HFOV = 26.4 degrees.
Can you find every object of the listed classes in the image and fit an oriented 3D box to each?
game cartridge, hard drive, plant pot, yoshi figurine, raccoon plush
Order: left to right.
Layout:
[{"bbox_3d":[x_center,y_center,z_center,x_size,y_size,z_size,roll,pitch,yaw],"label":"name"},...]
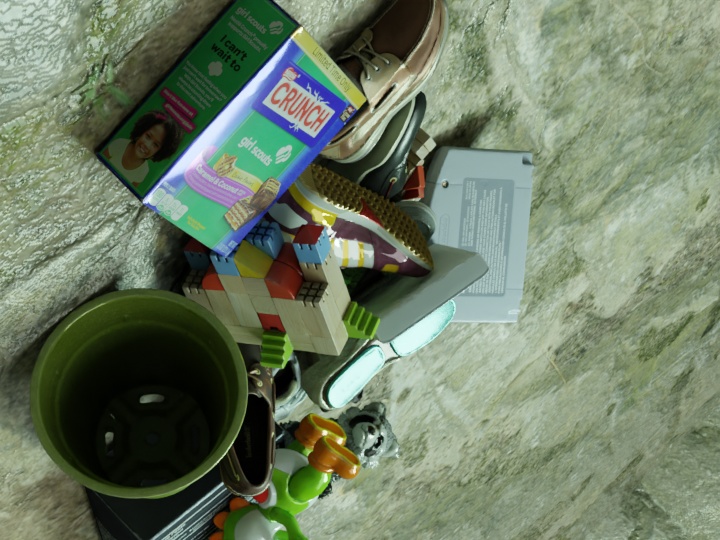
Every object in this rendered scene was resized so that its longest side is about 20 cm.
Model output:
[{"bbox_3d":[-0.208,0.142,1.495,0.200,0.200,0.190,-39,167,-15],"label":"plant pot"},{"bbox_3d":[-0.074,0.263,1.664,0.200,0.112,0.112,-51,161,11],"label":"yoshi figurine"},{"bbox_3d":[-0.046,0.209,1.874,0.134,0.200,0.097,-19,101,-31],"label":"raccoon plush"},{"bbox_3d":[0.055,0.021,1.611,0.132,0.027,0.200,-35,-172,-5],"label":"hard drive"},{"bbox_3d":[0.127,-0.040,1.750,0.133,0.040,0.201,1,98,-26],"label":"game cartridge"}]

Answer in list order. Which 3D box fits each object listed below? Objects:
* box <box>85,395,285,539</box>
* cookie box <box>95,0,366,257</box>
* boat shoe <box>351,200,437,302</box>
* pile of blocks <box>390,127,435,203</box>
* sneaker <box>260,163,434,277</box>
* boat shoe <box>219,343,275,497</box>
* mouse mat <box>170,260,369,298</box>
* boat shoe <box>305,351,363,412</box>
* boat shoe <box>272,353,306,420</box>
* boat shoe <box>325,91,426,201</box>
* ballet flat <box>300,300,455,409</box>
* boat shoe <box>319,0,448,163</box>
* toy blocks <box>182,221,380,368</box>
[{"bbox_3d":[-0.189,0.249,1.718,0.200,0.123,0.199,-38,154,-24],"label":"box"},{"bbox_3d":[-0.108,-0.128,1.351,0.200,0.075,0.171,-48,154,2],"label":"cookie box"},{"bbox_3d":[-0.002,-0.001,1.647,0.202,0.065,0.074,-31,128,14],"label":"boat shoe"},{"bbox_3d":[0.033,-0.083,1.653,0.082,0.062,0.200,-31,150,-31],"label":"pile of blocks"},{"bbox_3d":[-0.015,-0.033,1.524,0.200,0.075,0.090,30,119,-35],"label":"sneaker"},{"bbox_3d":[-0.119,0.132,1.584,0.070,0.201,0.070,-7,170,-14],"label":"boat shoe"},{"bbox_3d":[-0.079,-0.006,1.559,0.200,0.008,0.161,16,118,-33],"label":"mouse mat"},{"bbox_3d":[-0.025,0.122,1.805,0.065,0.072,0.200,-16,164,-4],"label":"boat shoe"},{"bbox_3d":[-0.099,0.125,1.729,0.074,0.065,0.202,-37,155,-19],"label":"boat shoe"},{"bbox_3d":[0.015,-0.112,1.557,0.063,0.074,0.202,3,135,-34],"label":"boat shoe"},{"bbox_3d":[0.016,0.076,1.694,0.200,0.062,0.068,-35,127,-20],"label":"ballet flat"},{"bbox_3d":[0.013,-0.187,1.459,0.072,0.076,0.200,1,126,-55],"label":"boat shoe"},{"bbox_3d":[-0.095,0.010,1.466,0.137,0.199,0.100,71,34,-42],"label":"toy blocks"}]
